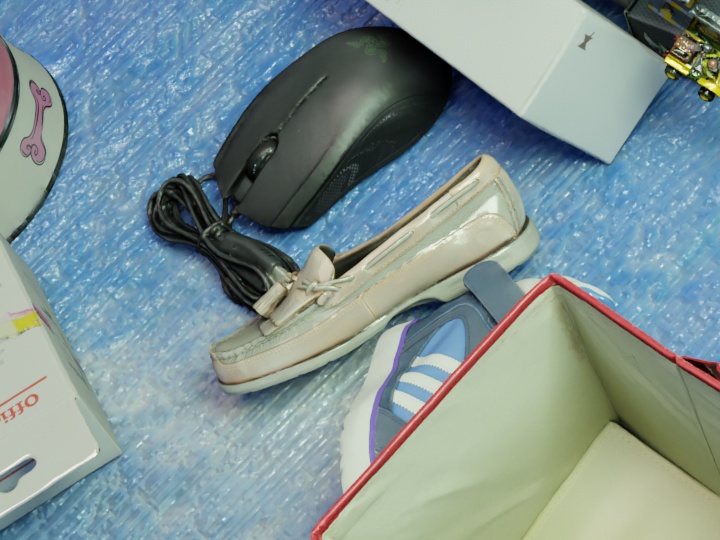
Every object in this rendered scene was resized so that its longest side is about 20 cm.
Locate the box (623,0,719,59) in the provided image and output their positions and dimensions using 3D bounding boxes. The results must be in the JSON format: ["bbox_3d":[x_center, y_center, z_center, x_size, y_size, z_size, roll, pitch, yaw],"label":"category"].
[{"bbox_3d":[0.272,-0.160,1.426,0.199,0.051,0.158,26,71,35],"label":"box"}]

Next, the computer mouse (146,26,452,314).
[{"bbox_3d":[-0.030,-0.077,1.499,0.200,0.053,0.138,-44,51,-10],"label":"computer mouse"}]

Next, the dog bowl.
[{"bbox_3d":[-0.290,-0.084,1.603,0.199,0.074,0.201,-12,53,16],"label":"dog bowl"}]

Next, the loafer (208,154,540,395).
[{"bbox_3d":[0.000,0.000,1.415,0.199,0.063,0.072,-26,19,1],"label":"loafer"}]

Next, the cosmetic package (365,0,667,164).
[{"bbox_3d":[0.073,-0.150,1.464,0.200,0.101,0.071,40,101,39],"label":"cosmetic package"}]

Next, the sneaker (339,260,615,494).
[{"bbox_3d":[0.075,0.074,1.306,0.146,0.081,0.200,-17,30,20],"label":"sneaker"}]

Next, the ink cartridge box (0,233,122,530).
[{"bbox_3d":[-0.217,0.080,1.463,0.116,0.068,0.200,-32,49,0],"label":"ink cartridge box"}]

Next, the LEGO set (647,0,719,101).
[{"bbox_3d":[0.239,-0.182,1.318,0.154,0.116,0.200,42,79,7],"label":"LEGO set"}]

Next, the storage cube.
[{"bbox_3d":[0.116,0.146,1.202,0.200,0.180,0.171,-46,52,-12],"label":"storage cube"}]

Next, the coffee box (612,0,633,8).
[{"bbox_3d":[0.101,-0.251,1.476,0.199,0.080,0.115,33,95,12],"label":"coffee box"}]
